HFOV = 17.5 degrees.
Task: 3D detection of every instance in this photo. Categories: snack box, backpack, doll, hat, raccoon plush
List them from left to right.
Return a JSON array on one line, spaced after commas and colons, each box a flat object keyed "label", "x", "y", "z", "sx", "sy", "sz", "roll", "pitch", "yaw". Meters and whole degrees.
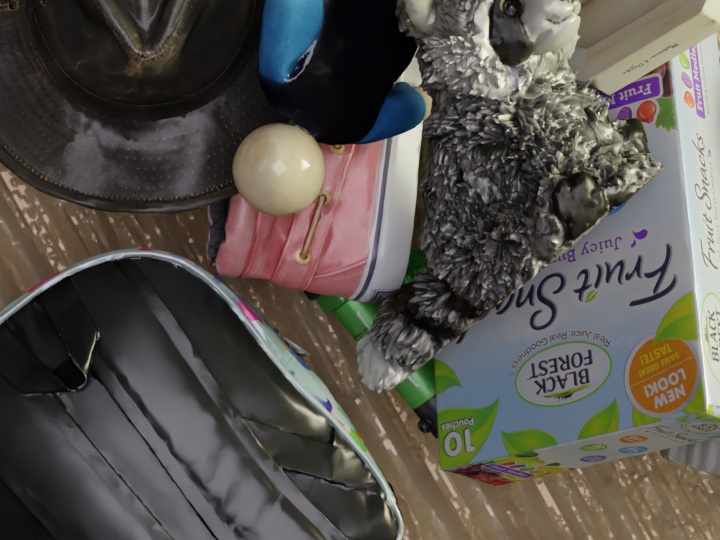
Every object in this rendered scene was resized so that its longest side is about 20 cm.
[{"label": "hat", "x": -0.092, "y": -0.128, "z": 1.014, "sx": 0.201, "sy": 0.081, "sz": 0.201, "roll": 1, "pitch": 80, "yaw": -6}, {"label": "backpack", "x": -0.095, "y": 0.090, "z": 1.075, "sx": 0.178, "sy": 0.151, "sz": 0.200, "roll": -39, "pitch": 96, "yaw": -2}, {"label": "doll", "x": 0.003, "y": -0.111, "z": 1.016, "sx": 0.048, "sy": 0.136, "sz": 0.200, "roll": 13, "pitch": 69, "yaw": 36}, {"label": "raccoon plush", "x": 0.030, "y": -0.047, "z": 1.008, "sx": 0.200, "sy": 0.097, "sz": 0.134, "roll": -41, "pitch": 88, "yaw": 20}, {"label": "snack box", "x": 0.101, "y": -0.013, "z": 1.077, "sx": 0.142, "sy": 0.053, "sz": 0.200, "roll": -16, "pitch": 67, "yaw": 35}]

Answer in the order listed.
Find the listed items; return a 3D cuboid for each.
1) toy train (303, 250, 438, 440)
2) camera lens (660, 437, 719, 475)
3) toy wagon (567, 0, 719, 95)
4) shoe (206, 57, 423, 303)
[{"label": "toy train", "x": 0.000, "y": 0.000, "z": 1.133, "sx": 0.056, "sy": 0.042, "sz": 0.200, "roll": -41, "pitch": 93, "yaw": -28}, {"label": "camera lens", "x": 0.234, "y": 0.008, "z": 1.099, "sx": 0.160, "sy": 0.160, "sz": 0.200, "roll": 14, "pitch": 88, "yaw": -4}, {"label": "toy wagon", "x": 0.106, "y": -0.182, "z": 1.064, "sx": 0.155, "sy": 0.040, "sz": 0.200, "roll": -30, "pitch": 60, "yaw": 27}, {"label": "shoe", "x": -0.021, "y": -0.088, "z": 1.086, "sx": 0.091, "sy": 0.071, "sz": 0.200, "roll": 7, "pitch": 82, "yaw": -18}]
